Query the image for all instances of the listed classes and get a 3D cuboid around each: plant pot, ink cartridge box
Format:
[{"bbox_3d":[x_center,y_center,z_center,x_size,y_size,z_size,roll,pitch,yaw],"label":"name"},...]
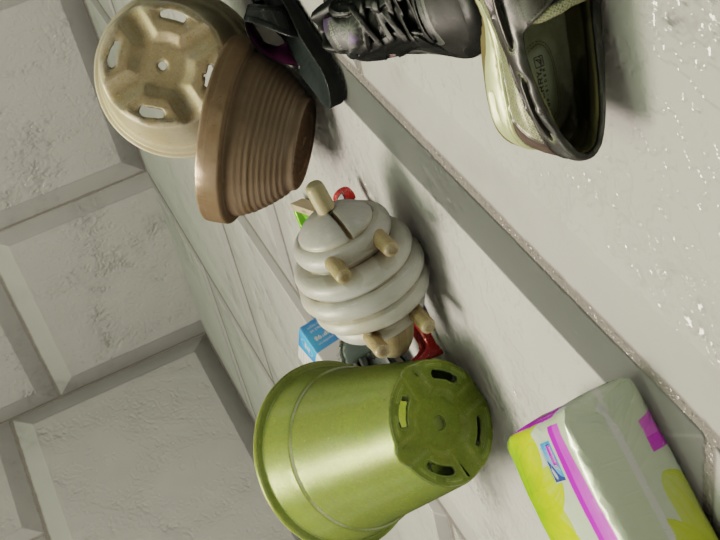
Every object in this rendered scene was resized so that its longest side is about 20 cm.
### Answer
[{"bbox_3d":[0.027,0.167,1.159,0.190,0.200,0.200,-26,88,52],"label":"plant pot"},{"bbox_3d":[-0.210,-0.222,1.306,0.183,0.200,0.201,-116,4,-82],"label":"plant pot"},{"bbox_3d":[0.005,0.149,1.432,0.200,0.067,0.116,54,164,16],"label":"ink cartridge box"},{"bbox_3d":[-0.103,-0.144,1.249,0.201,0.093,0.201,10,-90,-83],"label":"plant pot"}]

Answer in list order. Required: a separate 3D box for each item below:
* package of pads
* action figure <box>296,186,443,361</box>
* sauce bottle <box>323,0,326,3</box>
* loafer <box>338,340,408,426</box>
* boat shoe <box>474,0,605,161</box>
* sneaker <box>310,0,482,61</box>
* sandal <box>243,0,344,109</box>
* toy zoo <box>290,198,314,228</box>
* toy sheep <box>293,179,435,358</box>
[{"bbox_3d":[0.185,0.185,0.817,0.200,0.068,0.155,64,167,11],"label":"package of pads"},{"bbox_3d":[0.000,0.013,1.209,0.065,0.099,0.200,136,112,-75],"label":"action figure"},{"bbox_3d":[-0.039,-0.291,0.872,0.200,0.065,0.065,69,167,-14],"label":"sauce bottle"},{"bbox_3d":[0.036,0.150,1.327,0.200,0.072,0.063,56,-158,13],"label":"loafer"},{"bbox_3d":[0.093,-0.146,0.602,0.066,0.072,0.201,34,148,49],"label":"boat shoe"},{"bbox_3d":[0.026,-0.164,0.784,0.076,0.088,0.200,69,167,-14],"label":"sneaker"},{"bbox_3d":[-0.080,-0.236,1.176,0.200,0.048,0.075,56,164,35],"label":"sandal"},{"bbox_3d":[-0.029,0.009,1.476,0.200,0.020,0.131,68,167,-13],"label":"toy zoo"},{"bbox_3d":[0.000,0.000,1.101,0.138,0.138,0.200,44,159,59],"label":"toy sheep"}]
